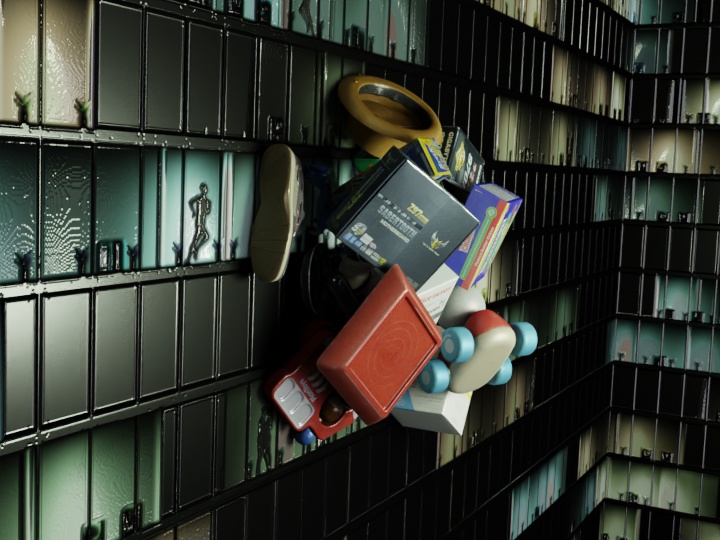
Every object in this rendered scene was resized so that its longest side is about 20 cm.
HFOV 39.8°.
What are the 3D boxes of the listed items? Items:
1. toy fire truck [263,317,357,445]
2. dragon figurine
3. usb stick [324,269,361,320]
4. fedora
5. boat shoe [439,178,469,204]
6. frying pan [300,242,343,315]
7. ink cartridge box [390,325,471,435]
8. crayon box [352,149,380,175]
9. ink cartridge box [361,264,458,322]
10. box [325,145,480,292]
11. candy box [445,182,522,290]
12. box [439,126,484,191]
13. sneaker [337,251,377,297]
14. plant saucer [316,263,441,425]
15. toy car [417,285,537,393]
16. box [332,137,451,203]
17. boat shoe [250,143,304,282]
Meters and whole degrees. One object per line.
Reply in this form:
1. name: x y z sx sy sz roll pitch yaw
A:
1. toy fire truck: -0.060 0.188 1.582 0.168 0.112 0.201 -45 137 -18
2. dragon figurine: -0.020 -0.080 1.553 0.100 0.200 0.059 -54 174 37
3. usb stick: 0.001 0.085 1.590 0.032 0.055 0.201 -33 110 -6
4. fedora: 0.041 -0.244 1.657 0.200 0.200 0.082 -38 164 -54
5. boat shoe: 0.115 -0.144 1.720 0.199 0.063 0.071 6 89 -45
6. frying pan: -0.062 -0.014 1.599 0.115 0.031 0.191 75 22 -44
7. ink cartridge box: 0.144 0.198 1.931 0.125 0.128 0.202 50 50 -54
8. crayon box: 0.062 -0.190 1.779 0.200 0.058 0.120 -49 136 -48
9. ink cartridge box: 0.065 0.078 1.692 0.146 0.084 0.201 -22 144 -46
10. box: 0.067 -0.073 1.512 0.158 0.051 0.200 -47 131 8
11. candy box: 0.213 -0.066 1.780 0.170 0.077 0.200 -65 167 13
12. box: 0.170 -0.150 1.884 0.159 0.046 0.202 38 64 -58
13. sneaker: 0.000 0.000 1.682 0.081 0.073 0.200 -70 165 13
14. plant saucer: 0.043 0.124 1.540 0.200 0.037 0.200 -51 138 -15
15. toy car: 0.182 0.101 1.811 0.183 0.201 0.177 -2 141 -33
16. box: 0.041 -0.136 1.590 0.064 0.199 0.071 -14 76 -61
17. boat shoe: -0.114 -0.080 1.449 0.065 0.071 0.202 15 76 -57
